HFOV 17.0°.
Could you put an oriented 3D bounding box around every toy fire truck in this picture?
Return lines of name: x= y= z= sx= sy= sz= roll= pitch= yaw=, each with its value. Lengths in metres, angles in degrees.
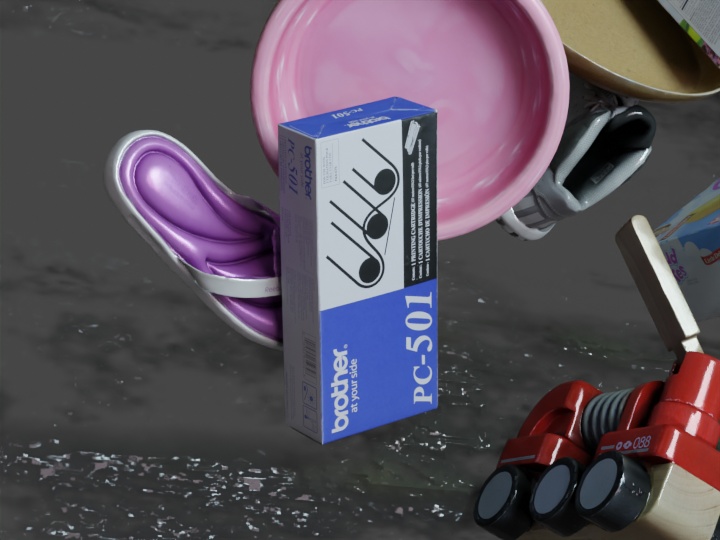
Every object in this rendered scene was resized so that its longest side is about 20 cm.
toy fire truck: x=0.167 y=0.086 z=1.552 sx=0.129 sy=0.176 sz=0.200 roll=32 pitch=67 yaw=-22

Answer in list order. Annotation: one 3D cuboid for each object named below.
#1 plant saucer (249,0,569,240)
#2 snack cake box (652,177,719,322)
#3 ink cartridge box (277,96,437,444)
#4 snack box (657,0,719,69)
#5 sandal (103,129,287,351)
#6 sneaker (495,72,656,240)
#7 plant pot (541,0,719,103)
plant saucer: x=0.031 y=-0.118 z=1.526 sx=0.200 sy=0.051 sz=0.201 roll=0 pitch=111 yaw=1
snack cake box: x=0.296 y=-0.045 z=1.685 sx=0.200 sy=0.115 sz=0.067 roll=-37 pitch=101 yaw=-30
ink cartridge box: x=0.000 y=0.000 z=1.497 sx=0.094 sy=0.044 sz=0.200 roll=-16 pitch=116 yaw=-34
snack box: x=0.292 y=-0.182 z=1.643 sx=0.200 sy=0.053 sz=0.142 roll=7 pitch=35 yaw=-35
sandal: x=-0.073 y=-0.013 z=1.498 sx=0.203 sy=0.050 sz=0.082 roll=34 pitch=68 yaw=-23
sneaker: x=0.170 y=-0.109 z=1.620 sx=0.075 sy=0.115 sz=0.200 roll=36 pitch=66 yaw=-21
plant pot: x=0.159 y=-0.175 z=1.606 sx=0.200 sy=0.027 sz=0.200 roll=21 pitch=35 yaw=-16
